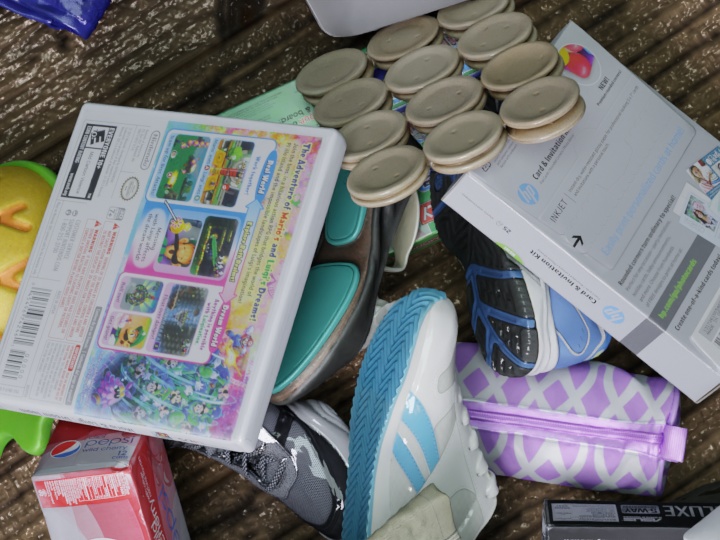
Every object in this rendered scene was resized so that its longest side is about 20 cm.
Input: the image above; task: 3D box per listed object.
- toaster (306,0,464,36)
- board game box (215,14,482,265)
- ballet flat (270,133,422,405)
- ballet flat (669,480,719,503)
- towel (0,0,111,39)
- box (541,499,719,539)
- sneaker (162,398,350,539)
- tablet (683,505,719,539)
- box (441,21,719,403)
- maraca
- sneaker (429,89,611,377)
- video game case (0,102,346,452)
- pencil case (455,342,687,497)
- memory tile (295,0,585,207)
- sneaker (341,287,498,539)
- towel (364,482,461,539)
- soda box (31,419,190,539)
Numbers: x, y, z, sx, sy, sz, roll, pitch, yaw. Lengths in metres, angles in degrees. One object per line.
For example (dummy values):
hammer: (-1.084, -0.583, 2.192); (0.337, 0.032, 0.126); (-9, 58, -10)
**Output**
toaster: (0.027, -0.268, 1.506); (0.200, 0.119, 0.181); (-18, 60, 2)
board game box: (0.005, -0.072, 1.541); (0.200, 0.029, 0.135); (-24, 79, 1)
ballet flat: (0.000, 0.000, 1.475); (0.068, 0.068, 0.200); (2, 67, 51)
ballet flat: (0.187, 0.182, 1.464); (0.200, 0.067, 0.046); (-25, 110, 2)
towel: (-0.200, -0.268, 1.595); (0.147, 0.050, 0.200); (28, 83, 4)
box: (0.205, 0.219, 1.415); (0.199, 0.050, 0.158); (1, 105, 1)
sneaker: (-0.086, 0.104, 1.468); (0.200, 0.114, 0.076); (48, 131, 18)
tablet: (0.291, 0.136, 1.386); (0.130, 0.200, 0.014); (17, 119, 33)
box: (0.167, -0.038, 1.449); (0.200, 0.041, 0.156); (38, 52, -4)
maraca: (-0.226, 0.026, 1.503); (0.137, 0.107, 0.201); (-20, 65, 35)
sneaker: (0.099, -0.025, 1.480); (0.077, 0.076, 0.200); (0, 66, -29)
video game case: (-0.117, 0.000, 1.412); (0.182, 0.024, 0.200); (8, 70, 26)
pencil case: (0.102, 0.089, 1.472); (0.199, 0.086, 0.084); (6, 82, 7)
memory tile: (0.046, -0.109, 1.453); (0.153, 0.200, 0.017); (-25, 121, 0)
sneaker: (0.039, 0.108, 1.411); (0.081, 0.077, 0.201); (4, 102, -15)
towel: (-0.005, 0.242, 1.321); (0.200, 0.193, 0.035); (-35, 34, -27)
soda box: (-0.137, 0.186, 1.434); (0.063, 0.070, 0.200); (-6, 116, 13)
